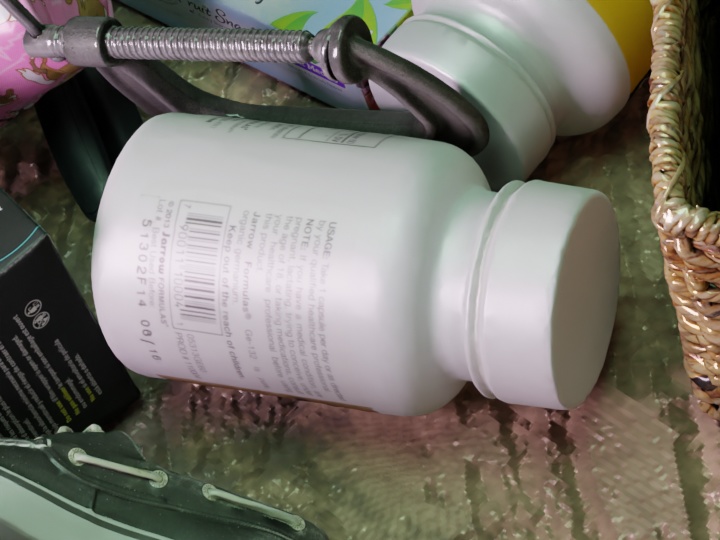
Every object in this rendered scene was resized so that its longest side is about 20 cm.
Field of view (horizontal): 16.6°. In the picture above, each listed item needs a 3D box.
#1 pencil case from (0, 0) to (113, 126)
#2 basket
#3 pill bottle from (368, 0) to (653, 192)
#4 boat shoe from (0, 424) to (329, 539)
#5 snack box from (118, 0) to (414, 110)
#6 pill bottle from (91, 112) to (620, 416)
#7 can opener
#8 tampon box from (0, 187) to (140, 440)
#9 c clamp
[{"bbox_3d":[-0.208,-0.094,1.135,0.200,0.083,0.087,-27,31,28],"label":"pencil case"},{"bbox_3d":[0.194,-0.059,0.982,0.142,0.149,0.201,-4,53,15],"label":"basket"},{"bbox_3d":[0.095,-0.134,1.092,0.112,0.113,0.200,27,66,31],"label":"pill bottle"},{"bbox_3d":[-0.110,0.099,0.982,0.199,0.071,0.064,21,54,-5],"label":"boat shoe"},{"bbox_3d":[-0.027,-0.167,1.192,0.200,0.053,0.142,29,68,32],"label":"snack box"},{"bbox_3d":[0.000,0.000,1.020,0.199,0.115,0.115,8,57,22],"label":"pill bottle"},{"bbox_3d":[-0.140,-0.091,1.177,0.063,0.079,0.200,-4,44,-37],"label":"can opener"},{"bbox_3d":[-0.227,0.043,1.050,0.200,0.126,0.150,-39,53,-12],"label":"tampon box"},{"bbox_3d":[-0.051,-0.082,1.026,0.199,0.171,0.027,7,70,26],"label":"c clamp"}]
